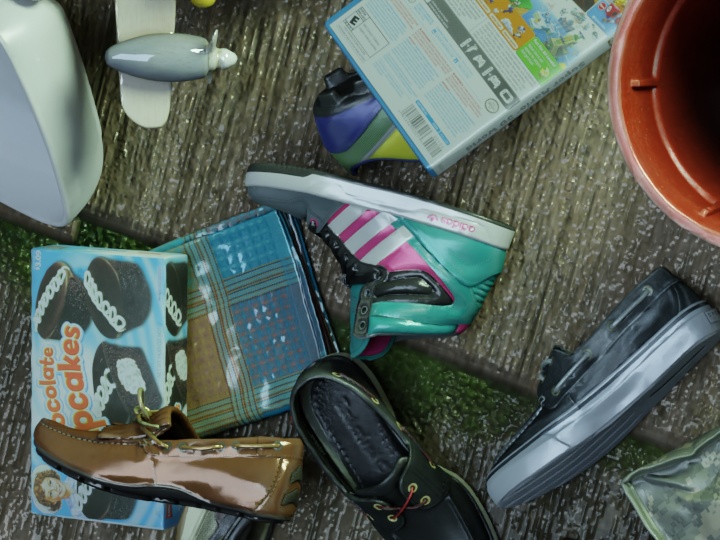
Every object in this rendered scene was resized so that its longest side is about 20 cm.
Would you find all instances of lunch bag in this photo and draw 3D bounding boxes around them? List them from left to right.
[{"bbox_3d":[0.271,0.187,1.556,0.117,0.164,0.200,-30,81,20],"label":"lunch bag"}]

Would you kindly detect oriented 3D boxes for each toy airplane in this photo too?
[{"bbox_3d":[-0.134,-0.228,1.673,0.200,0.199,0.141,53,159,-25],"label":"toy airplane"}]

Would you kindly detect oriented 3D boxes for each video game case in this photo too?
[{"bbox_3d":[0.091,-0.173,1.638,0.200,0.018,0.143,-36,61,4],"label":"video game case"}]

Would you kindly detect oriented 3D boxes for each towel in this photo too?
[{"bbox_3d":[-0.116,0.047,1.800,0.200,0.022,0.147,-20,85,25],"label":"towel"}]

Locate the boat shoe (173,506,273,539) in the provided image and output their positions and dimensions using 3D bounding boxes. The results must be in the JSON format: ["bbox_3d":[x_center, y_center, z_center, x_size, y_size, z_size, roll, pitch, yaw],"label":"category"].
[{"bbox_3d":[-0.105,0.225,1.782,0.065,0.073,0.200,21,102,27],"label":"boat shoe"}]

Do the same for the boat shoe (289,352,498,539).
[{"bbox_3d":[0.022,0.149,1.716,0.074,0.063,0.201,-37,90,20],"label":"boat shoe"}]

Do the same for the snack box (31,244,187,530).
[{"bbox_3d":[-0.185,0.084,1.807,0.116,0.037,0.200,4,97,26],"label":"snack box"}]

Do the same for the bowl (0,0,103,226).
[{"bbox_3d":[-0.266,-0.143,1.778,0.200,0.075,0.200,27,144,37],"label":"bowl"}]

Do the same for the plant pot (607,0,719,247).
[{"bbox_3d":[0.277,-0.115,1.514,0.200,0.195,0.201,2,95,24],"label":"plant pot"}]

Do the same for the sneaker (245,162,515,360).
[{"bbox_3d":[0.000,0.000,1.714,0.200,0.084,0.121,16,91,21],"label":"sneaker"}]

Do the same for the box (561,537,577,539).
[{"bbox_3d":[0.150,0.291,1.601,0.166,0.200,0.165,20,102,21],"label":"box"}]

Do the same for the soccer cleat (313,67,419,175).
[{"bbox_3d":[0.065,-0.118,1.694,0.200,0.065,0.084,-14,118,20],"label":"soccer cleat"}]

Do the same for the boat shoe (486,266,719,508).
[{"bbox_3d":[0.155,0.078,1.662,0.200,0.072,0.071,-42,68,11],"label":"boat shoe"}]

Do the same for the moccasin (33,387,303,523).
[{"bbox_3d":[-0.136,0.125,1.731,0.201,0.074,0.078,7,85,25],"label":"moccasin"}]
